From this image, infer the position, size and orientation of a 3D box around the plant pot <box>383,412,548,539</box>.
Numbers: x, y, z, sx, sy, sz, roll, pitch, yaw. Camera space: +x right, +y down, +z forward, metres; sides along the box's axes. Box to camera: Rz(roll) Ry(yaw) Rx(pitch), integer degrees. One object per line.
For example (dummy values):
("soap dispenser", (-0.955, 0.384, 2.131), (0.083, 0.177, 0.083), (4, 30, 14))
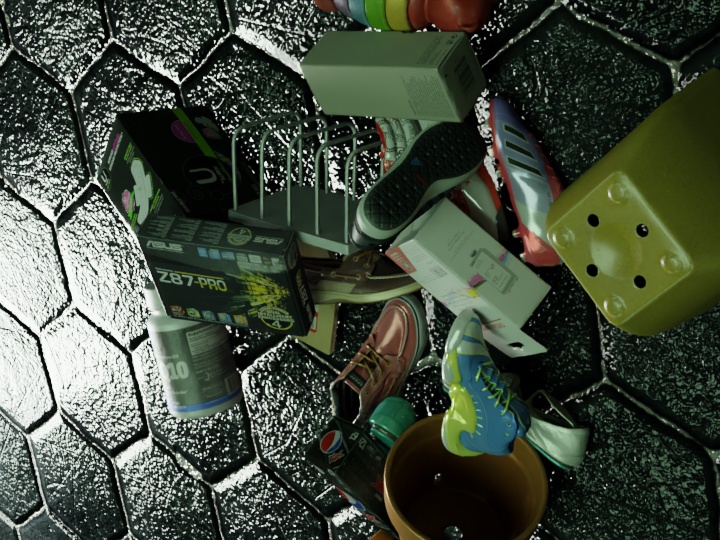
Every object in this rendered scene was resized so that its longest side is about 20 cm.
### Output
("plant pot", (0.124, 0.296, 1.562), (0.200, 0.200, 0.140), (37, 146, 24))

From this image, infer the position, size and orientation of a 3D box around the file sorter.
("file sorter", (-0.048, -0.117, 1.558), (0.200, 0.139, 0.125), (17, 117, 36))

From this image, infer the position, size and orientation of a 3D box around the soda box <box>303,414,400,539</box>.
("soda box", (0.010, 0.275, 1.651), (0.063, 0.071, 0.200), (20, 156, 43))

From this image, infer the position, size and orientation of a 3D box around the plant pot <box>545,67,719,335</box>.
("plant pot", (0.298, -0.050, 1.232), (0.196, 0.200, 0.194), (55, 134, 10))

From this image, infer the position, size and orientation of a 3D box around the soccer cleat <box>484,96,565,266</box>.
("soccer cleat", (0.194, -0.102, 1.409), (0.076, 0.067, 0.200), (-15, 92, 13))

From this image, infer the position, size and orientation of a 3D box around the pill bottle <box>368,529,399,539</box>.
("pill bottle", (0.083, 0.442, 1.707), (0.200, 0.106, 0.106), (45, 132, 19))

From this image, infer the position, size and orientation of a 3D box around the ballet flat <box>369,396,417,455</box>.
("ballet flat", (0.049, 0.211, 1.652), (0.067, 0.070, 0.200), (33, 163, 12))

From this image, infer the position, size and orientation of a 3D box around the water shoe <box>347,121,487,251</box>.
("water shoe", (0.057, -0.097, 1.382), (0.072, 0.200, 0.079), (50, 148, 3))

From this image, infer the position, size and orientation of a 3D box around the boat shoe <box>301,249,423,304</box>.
("boat shoe", (0.000, 0.000, 1.599), (0.200, 0.072, 0.072), (-4, 102, 32))

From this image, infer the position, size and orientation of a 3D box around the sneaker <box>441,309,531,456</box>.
("sneaker", (0.151, 0.135, 1.454), (0.105, 0.076, 0.200), (11, 128, 18))

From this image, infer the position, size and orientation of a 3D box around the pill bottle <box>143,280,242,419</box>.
("pill bottle", (-0.250, 0.108, 1.854), (0.114, 0.114, 0.200), (-2, 107, 42))

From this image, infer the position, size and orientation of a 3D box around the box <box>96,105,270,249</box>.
("box", (-0.242, -0.111, 1.706), (0.200, 0.148, 0.124), (53, 135, 27))

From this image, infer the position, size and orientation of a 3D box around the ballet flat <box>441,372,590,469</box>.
("ballet flat", (0.193, 0.163, 1.524), (0.200, 0.069, 0.070), (32, 127, 23))

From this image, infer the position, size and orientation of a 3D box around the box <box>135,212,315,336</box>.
("box", (-0.166, 0.006, 1.580), (0.200, 0.049, 0.161), (8, 139, 17))

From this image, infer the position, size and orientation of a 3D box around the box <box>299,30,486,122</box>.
("box", (0.035, -0.220, 1.416), (0.200, 0.068, 0.082), (11, 143, 37))

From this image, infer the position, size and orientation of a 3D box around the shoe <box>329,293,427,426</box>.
("shoe", (0.022, 0.124, 1.632), (0.071, 0.091, 0.200), (35, 128, 26))

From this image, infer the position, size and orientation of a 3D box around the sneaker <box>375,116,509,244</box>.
("sneaker", (0.090, -0.106, 1.451), (0.067, 0.108, 0.202), (98, 148, -86))

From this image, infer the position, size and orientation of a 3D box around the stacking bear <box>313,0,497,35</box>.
("stacking bear", (0.054, -0.318, 1.402), (0.200, 0.121, 0.114), (22, 140, 24))

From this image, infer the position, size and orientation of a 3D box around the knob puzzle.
("knob puzzle", (-0.092, -0.008, 1.720), (0.219, 0.030, 0.220), (19, 120, 36))

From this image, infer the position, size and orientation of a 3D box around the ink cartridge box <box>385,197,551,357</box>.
("ink cartridge box", (0.137, 0.012, 1.443), (0.200, 0.068, 0.116), (41, 165, -8))
